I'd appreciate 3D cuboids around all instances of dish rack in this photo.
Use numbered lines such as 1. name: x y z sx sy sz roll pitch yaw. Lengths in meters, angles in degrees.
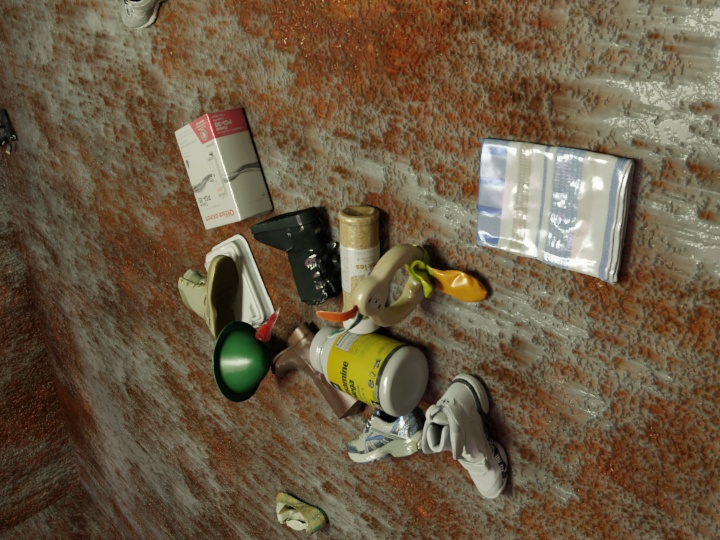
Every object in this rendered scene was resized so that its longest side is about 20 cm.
1. dish rack: -0.274 0.036 1.305 0.170 0.043 0.204 -18 94 50

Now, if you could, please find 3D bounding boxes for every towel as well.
1. towel: 0.226 -0.076 0.723 0.198 0.024 0.150 21 122 40

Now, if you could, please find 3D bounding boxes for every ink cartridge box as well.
1. ink cartridge box: -0.265 -0.192 1.152 0.145 0.082 0.204 -6 104 48

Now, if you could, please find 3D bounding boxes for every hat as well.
1. hat: -0.187 0.181 1.204 0.172 0.199 0.170 -5 75 26

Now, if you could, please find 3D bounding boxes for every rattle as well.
1. rattle: 0.057 0.056 0.834 0.143 0.198 0.132 42 135 24

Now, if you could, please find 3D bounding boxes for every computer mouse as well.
1. computer mouse: -1.292 -0.479 2.158 0.198 0.046 0.143 -31 81 38

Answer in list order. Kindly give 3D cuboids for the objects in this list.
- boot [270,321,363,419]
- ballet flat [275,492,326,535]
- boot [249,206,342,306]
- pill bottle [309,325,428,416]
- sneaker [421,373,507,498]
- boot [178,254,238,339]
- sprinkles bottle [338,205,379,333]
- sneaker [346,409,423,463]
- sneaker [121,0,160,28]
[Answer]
1. boot: -0.085 0.228 1.185 0.201 0.064 0.187 48 139 13
2. ballet flat: -0.162 0.587 1.432 0.198 0.070 0.072 -3 106 48
3. boot: -0.116 -0.023 1.088 0.196 0.073 0.166 -4 109 47
4. pill bottle: 0.008 0.160 1.005 0.198 0.111 0.115 15 119 42
5. sneaker: 0.154 0.271 0.899 0.074 0.114 0.204 -5 105 48
6. boot: -0.331 0.031 1.281 0.154 0.071 0.204 34 131 34
7. sprinkles bottle: 0.000 0.000 0.970 0.067 0.068 0.204 19 122 40
8. sneaker: 0.043 0.289 1.073 0.198 0.076 0.087 -27 78 42
9. sneaker: -0.440 -0.543 1.172 0.198 0.081 0.076 -16 97 49
